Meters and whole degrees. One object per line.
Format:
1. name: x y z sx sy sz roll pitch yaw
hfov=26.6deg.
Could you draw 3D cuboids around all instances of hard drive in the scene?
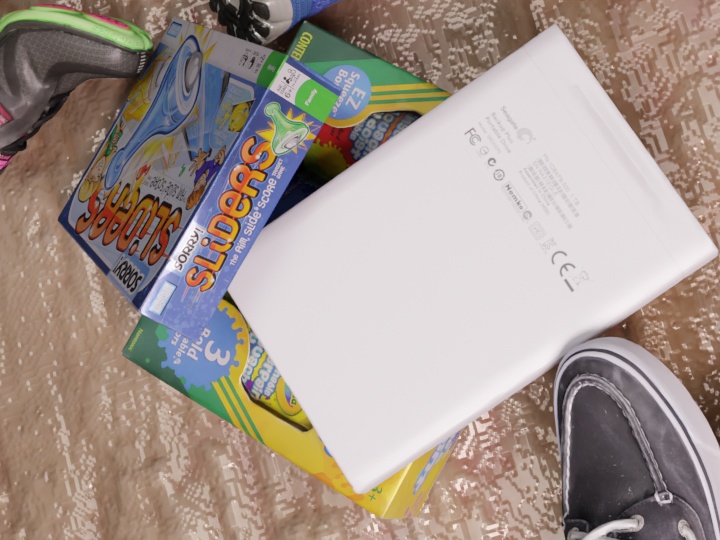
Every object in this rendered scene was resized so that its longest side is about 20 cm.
1. hard drive: 0.047 -0.005 0.718 0.200 0.027 0.132 -35 78 6

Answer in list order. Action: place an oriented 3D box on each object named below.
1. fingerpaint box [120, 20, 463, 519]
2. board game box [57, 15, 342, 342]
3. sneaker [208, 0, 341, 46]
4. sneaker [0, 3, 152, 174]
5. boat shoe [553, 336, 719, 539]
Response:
1. fingerpaint box: 0.000 0.000 0.784 0.167 0.073 0.200 30 91 19
2. board game box: -0.089 -0.055 0.773 0.136 0.034 0.200 -60 26 1
3. sneaker: -0.065 -0.203 0.843 0.089 0.079 0.200 -20 57 -23
4. sneaker: -0.199 -0.097 0.867 0.200 0.077 0.084 -13 83 28
5. boat shoe: 0.119 0.127 0.653 0.072 0.068 0.200 -20 80 39
